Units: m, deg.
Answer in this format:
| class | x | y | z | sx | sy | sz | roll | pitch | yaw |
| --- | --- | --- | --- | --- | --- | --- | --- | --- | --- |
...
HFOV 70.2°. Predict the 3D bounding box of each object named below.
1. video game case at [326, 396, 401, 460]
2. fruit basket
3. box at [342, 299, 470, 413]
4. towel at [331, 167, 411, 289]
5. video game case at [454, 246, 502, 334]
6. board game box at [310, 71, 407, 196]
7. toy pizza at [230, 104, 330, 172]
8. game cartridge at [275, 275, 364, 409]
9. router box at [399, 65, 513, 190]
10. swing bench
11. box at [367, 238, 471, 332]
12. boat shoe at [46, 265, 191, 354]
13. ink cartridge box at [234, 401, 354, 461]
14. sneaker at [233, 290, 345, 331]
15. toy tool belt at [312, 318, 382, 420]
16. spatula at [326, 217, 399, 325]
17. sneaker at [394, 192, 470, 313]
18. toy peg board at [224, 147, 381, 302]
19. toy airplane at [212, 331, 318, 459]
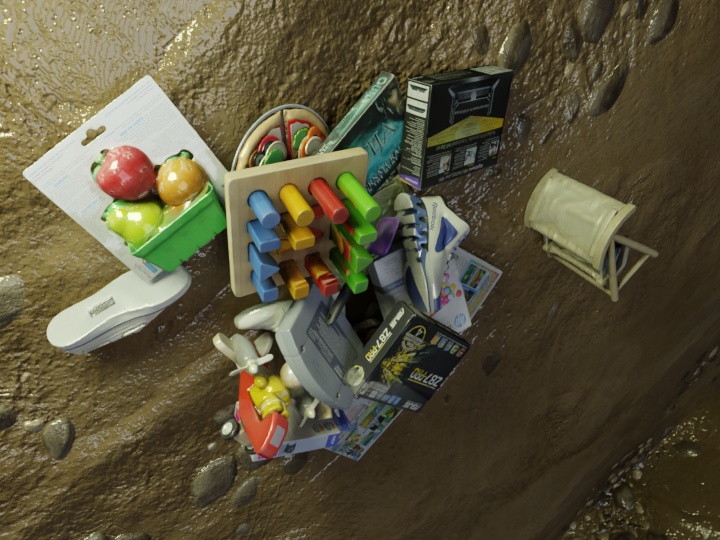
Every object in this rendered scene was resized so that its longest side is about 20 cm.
| class | x | y | z | sx | sy | sz | roll | pitch | yaw |
| --- | --- | --- | --- | --- | --- | --- | --- | --- | --- |
| video game case | 0.001 | 0.319 | 1.124 | 0.200 | 0.022 | 0.182 | -49 | 131 | 3 |
| fruit basket | -0.271 | -0.107 | 0.650 | 0.185 | 0.094 | 0.201 | -40 | 123 | -4 |
| box | 0.084 | 0.153 | 0.868 | 0.162 | 0.049 | 0.199 | -51 | 137 | 7 |
| towel | 0.014 | -0.067 | 0.875 | 0.199 | 0.036 | 0.149 | -40 | 132 | -6 |
| video game case | 0.188 | 0.056 | 1.071 | 0.181 | 0.024 | 0.201 | 22 | 105 | -39 |
| board game box | 0.003 | -0.172 | 0.764 | 0.201 | 0.028 | 0.135 | -52 | 146 | -8 |
| toy pizza | -0.098 | -0.129 | 0.724 | 0.199 | 0.031 | 0.202 | -33 | 135 | -39 |
| game cartridge | -0.058 | 0.124 | 0.814 | 0.040 | 0.134 | 0.201 | -9 | 129 | 29 |
| router box | 0.153 | -0.232 | 0.819 | 0.198 | 0.052 | 0.159 | -22 | 129 | -35 |
| swing bench | 0.452 | -0.074 | 1.033 | 0.130 | 0.199 | 0.199 | -50 | 131 | 6 |
| box | 0.107 | 0.040 | 0.916 | 0.154 | 0.041 | 0.202 | -25 | 112 | -19 |
| boat shoe | -0.331 | 0.057 | 0.730 | 0.199 | 0.071 | 0.070 | -32 | 158 | -15 |
| ink cartridge box | -0.123 | 0.285 | 0.959 | 0.198 | 0.119 | 0.042 | -2 | 119 | -31 |
| sneaker | -0.110 | 0.084 | 0.855 | 0.198 | 0.070 | 0.082 | -7 | 92 | -26 |
| toy tool belt | -0.013 | 0.193 | 0.963 | 0.198 | 0.123 | 0.126 | -26 | 136 | -16 |
| spatula | 0.000 | 0.000 | 0.813 | 0.021 | 0.056 | 0.201 | 42 | 74 | -31 |
| sneaker | 0.130 | -0.035 | 0.843 | 0.114 | 0.080 | 0.202 | -13 | 102 | -19 |
| toy peg board | -0.069 | -0.039 | 0.693 | 0.197 | 0.098 | 0.202 | -17 | 138 | -26 |
| toy airplane | -0.147 | 0.177 | 0.829 | 0.140 | 0.201 | 0.200 | -26 | 177 | 14 |
